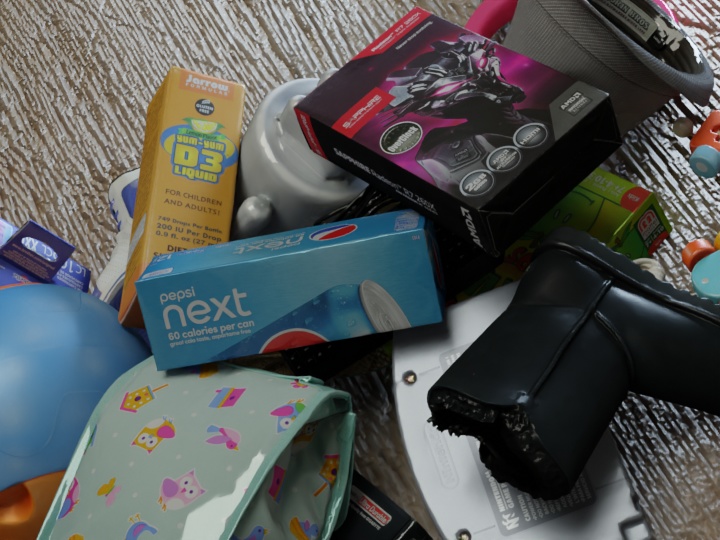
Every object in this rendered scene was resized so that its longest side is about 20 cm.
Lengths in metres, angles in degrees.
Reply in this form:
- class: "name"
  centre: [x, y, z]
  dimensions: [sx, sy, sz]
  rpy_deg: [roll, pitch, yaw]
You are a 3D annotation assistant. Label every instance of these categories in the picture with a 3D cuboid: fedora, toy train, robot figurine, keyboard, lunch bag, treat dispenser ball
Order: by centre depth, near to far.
- class: "lunch bag"
  centre: [-0.106, 0.153, 1.146]
  dimensions: [0.170, 0.122, 0.200]
  rpy_deg: [9, 66, 39]
- class: "toy train"
  centre: [0.260, -0.032, 1.177]
  dimensions: [0.150, 0.056, 0.200]
  rpy_deg: [11, 53, 35]
- class: "keyboard"
  centre: [0.000, 0.000, 1.216]
  dimensions: [0.200, 0.040, 0.104]
  rpy_deg: [-36, 83, 29]
- class: "fedora"
  centre: [0.161, -0.158, 1.232]
  dimensions: [0.090, 0.200, 0.177]
  rpy_deg: [-49, 65, 22]
- class: "treat dispenser ball"
  centre: [-0.244, 0.109, 1.278]
  dimensions: [0.200, 0.201, 0.201]
  rpy_deg: [-17, 47, 20]
- class: "robot figurine"
  centre: [-0.045, -0.069, 1.327]
  dimensions: [0.113, 0.200, 0.170]
  rpy_deg: [46, 56, 8]

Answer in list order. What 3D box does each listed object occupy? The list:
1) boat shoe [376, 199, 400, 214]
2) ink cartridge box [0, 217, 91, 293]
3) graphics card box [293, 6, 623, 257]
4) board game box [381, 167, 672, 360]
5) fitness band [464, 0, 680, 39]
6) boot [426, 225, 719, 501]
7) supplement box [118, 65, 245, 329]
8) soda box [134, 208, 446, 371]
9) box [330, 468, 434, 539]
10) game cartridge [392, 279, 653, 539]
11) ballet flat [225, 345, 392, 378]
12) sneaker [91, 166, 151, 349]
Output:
- class: "boat shoe"
  centre: [0.054, -0.065, 1.265]
  dimensions: [0.200, 0.076, 0.072]
  rpy_deg: [-32, 74, 58]
- class: "ink cartridge box"
  centre: [-0.318, 0.022, 1.412]
  dimensions: [0.200, 0.136, 0.077]
  rpy_deg: [-24, 46, 36]
- class: "graphics card box"
  centre: [0.062, -0.098, 1.162]
  dimensions: [0.125, 0.051, 0.200]
  rpy_deg: [-40, 46, -17]
- class: "board game box"
  centre: [0.120, 0.013, 1.236]
  dimensions: [0.200, 0.048, 0.102]
  rpy_deg: [-48, 45, -11]
- class: "fitness band"
  centre: [0.166, -0.176, 1.372]
  dimensions: [0.144, 0.037, 0.200]
  rpy_deg: [-47, 46, -10]
- class: "boot"
  centre: [0.158, 0.082, 1.071]
  dimensions: [0.200, 0.076, 0.168]
  rpy_deg: [31, 58, 8]
- class: "supplement box"
  centre: [-0.132, -0.052, 1.287]
  dimensions: [0.069, 0.066, 0.201]
  rpy_deg: [124, 154, -53]
- class: "soda box"
  centre: [-0.045, 0.012, 1.166]
  dimensions: [0.199, 0.068, 0.064]
  rpy_deg: [-10, 15, 8]
- class: "box"
  centre: [-0.063, 0.194, 1.204]
  dimensions: [0.159, 0.046, 0.200]
  rpy_deg: [-46, 44, -9]
- class: "game cartridge"
  centre: [0.096, 0.111, 1.133]
  dimensions: [0.133, 0.040, 0.200]
  rpy_deg: [-18, 62, 1]
- class: "ballet flat"
  centre: [-0.052, 0.045, 1.306]
  dimensions: [0.199, 0.065, 0.071]
  rpy_deg: [-9, 46, 25]
- class: "sneaker"
  centre: [-0.173, -0.023, 1.442]
  dimensions: [0.115, 0.081, 0.200]
  rpy_deg: [10, 67, 54]
